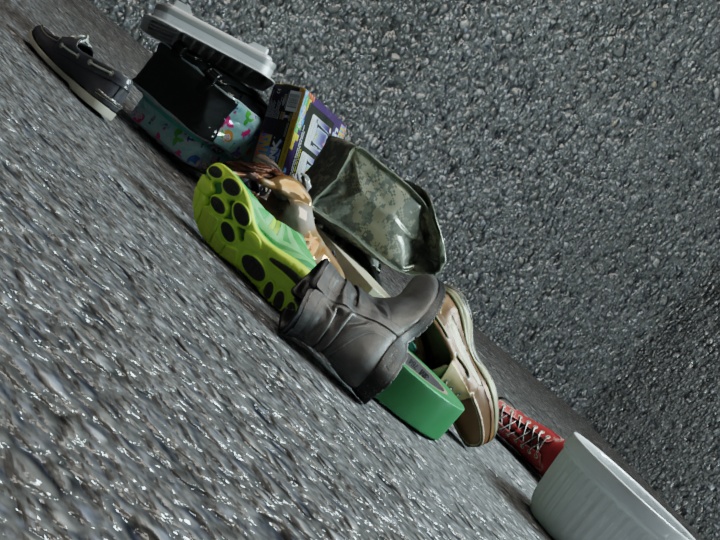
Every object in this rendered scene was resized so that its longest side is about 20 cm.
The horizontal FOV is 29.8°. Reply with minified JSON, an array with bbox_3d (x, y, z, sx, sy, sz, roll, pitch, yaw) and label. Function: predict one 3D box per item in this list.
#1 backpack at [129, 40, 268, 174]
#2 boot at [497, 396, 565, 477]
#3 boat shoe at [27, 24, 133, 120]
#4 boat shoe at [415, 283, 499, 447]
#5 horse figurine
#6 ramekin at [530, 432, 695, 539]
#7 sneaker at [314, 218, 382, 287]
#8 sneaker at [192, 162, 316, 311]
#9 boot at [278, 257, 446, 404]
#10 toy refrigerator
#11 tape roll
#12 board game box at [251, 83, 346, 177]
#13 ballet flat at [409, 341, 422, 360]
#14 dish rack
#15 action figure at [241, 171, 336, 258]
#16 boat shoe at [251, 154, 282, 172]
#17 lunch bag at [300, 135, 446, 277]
[{"bbox_3d":[-0.214,-0.218,1.919,0.177,0.151,0.200,39,12,25],"label":"backpack"},{"bbox_3d":[0.246,0.246,1.965,0.144,0.073,0.200,40,-4,-14],"label":"boot"},{"bbox_3d":[-0.357,-0.268,1.740,0.200,0.063,0.073,44,5,34],"label":"boat shoe"},{"bbox_3d":[0.105,0.120,1.638,0.074,0.075,0.201,-22,96,-43],"label":"boat shoe"},{"bbox_3d":[-0.092,-0.054,1.571,0.132,0.050,0.201,-6,63,-37],"label":"horse figurine"},{"bbox_3d":[0.294,0.297,1.605,0.200,0.105,0.200,41,5,-4],"label":"ramekin"},{"bbox_3d":[0.000,0.000,1.852,0.088,0.074,0.200,23,23,-38],"label":"sneaker"},{"bbox_3d":[-0.110,-0.029,1.479,0.200,0.074,0.084,51,13,9],"label":"sneaker"},{"bbox_3d":[0.005,0.031,1.388,0.132,0.070,0.200,43,37,-6],"label":"boot"},{"bbox_3d":[-0.024,0.025,1.699,0.070,0.076,0.200,38,5,-34],"label":"toy refrigerator"},{"bbox_3d":[0.028,0.106,1.521,0.200,0.048,0.200,41,4,-4],"label":"tape roll"},{"bbox_3d":[-0.096,-0.143,1.928,0.056,0.201,0.165,13,-8,21],"label":"board game box"},{"bbox_3d":[0.065,0.114,1.751,0.063,0.068,0.200,53,10,-12],"label":"ballet flat"},{"bbox_3d":[-0.208,-0.318,1.895,0.199,0.044,0.172,27,-4,-11],"label":"dish rack"},{"bbox_3d":[-0.111,-0.075,1.662,0.200,0.118,0.102,51,-29,24],"label":"action figure"},{"bbox_3d":[-0.110,-0.056,1.796,0.201,0.073,0.074,62,-12,-20],"label":"boat shoe"},{"bbox_3d":[0.025,-0.077,1.782,0.200,0.118,0.164,37,2,-16],"label":"lunch bag"}]
